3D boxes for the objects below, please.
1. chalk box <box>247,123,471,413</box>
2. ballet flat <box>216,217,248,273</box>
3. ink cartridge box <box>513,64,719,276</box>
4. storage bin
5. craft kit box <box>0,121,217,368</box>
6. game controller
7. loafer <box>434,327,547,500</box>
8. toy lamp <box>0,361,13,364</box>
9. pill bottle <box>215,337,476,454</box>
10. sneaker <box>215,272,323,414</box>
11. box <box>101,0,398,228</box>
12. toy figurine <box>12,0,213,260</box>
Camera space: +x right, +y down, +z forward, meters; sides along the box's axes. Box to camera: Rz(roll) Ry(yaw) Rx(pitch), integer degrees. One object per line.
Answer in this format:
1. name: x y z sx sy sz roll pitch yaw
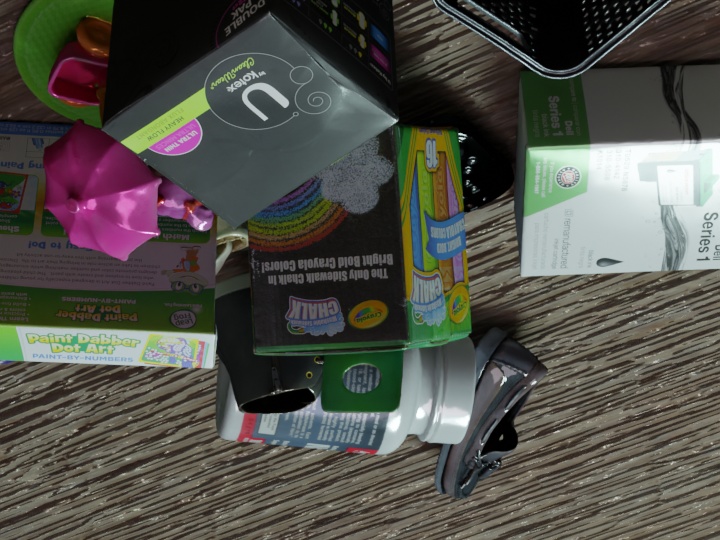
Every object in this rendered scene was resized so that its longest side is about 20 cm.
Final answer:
1. chalk box: 0.000 0.000 1.403 0.125 0.200 0.124 -2 -178 24
2. ballet flat: -0.168 0.013 1.505 0.200 0.069 0.069 -36 133 0
3. ink cartridge box: 0.217 -0.074 1.466 0.200 0.084 0.146 -2 138 1
4. storage bin: 0.148 -0.236 1.279 0.135 0.094 0.200 29 129 -29
5. craft kit box: -0.201 -0.022 1.424 0.200 0.198 0.049 3 137 -4
6. game controller: 0.017 -0.053 1.514 0.200 0.042 0.104 -26 133 25
7. loafer: 0.111 0.136 1.695 0.063 0.072 0.200 27 137 16
8. toy lamp: -0.241 0.007 1.560 0.058 0.058 0.200 25 131 -27
9. pill bottle: -0.013 0.089 1.611 0.200 0.120 0.120 7 137 -9
10. sneaker: -0.016 0.043 1.523 0.200 0.106 0.075 -17 155 -6
11. box: -0.070 -0.160 1.273 0.148 0.200 0.124 -31 131 29
12. toy figurine: -0.148 -0.084 1.367 0.200 0.184 0.150 17 135 -21
